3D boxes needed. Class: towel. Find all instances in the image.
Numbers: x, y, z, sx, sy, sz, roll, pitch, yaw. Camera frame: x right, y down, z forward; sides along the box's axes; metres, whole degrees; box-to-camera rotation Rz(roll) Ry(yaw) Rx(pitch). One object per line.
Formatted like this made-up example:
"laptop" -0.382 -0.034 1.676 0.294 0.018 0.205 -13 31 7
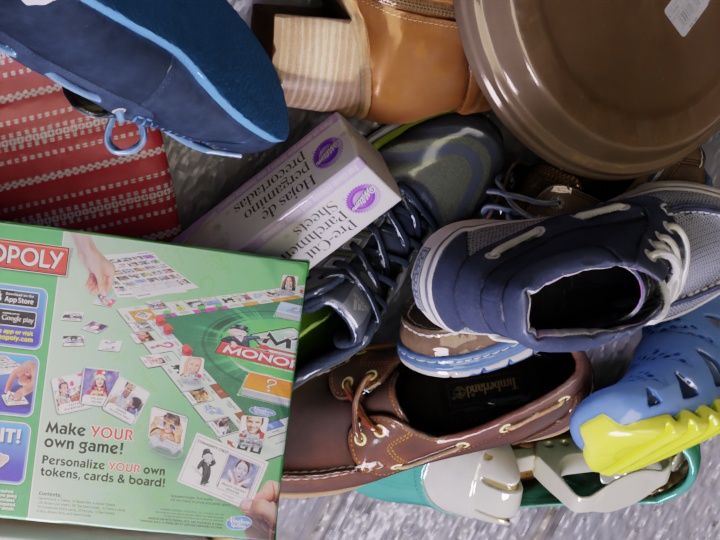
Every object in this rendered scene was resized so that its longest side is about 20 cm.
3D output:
"towel" -0.168 -0.059 1.032 0.144 0.022 0.201 -14 114 -9

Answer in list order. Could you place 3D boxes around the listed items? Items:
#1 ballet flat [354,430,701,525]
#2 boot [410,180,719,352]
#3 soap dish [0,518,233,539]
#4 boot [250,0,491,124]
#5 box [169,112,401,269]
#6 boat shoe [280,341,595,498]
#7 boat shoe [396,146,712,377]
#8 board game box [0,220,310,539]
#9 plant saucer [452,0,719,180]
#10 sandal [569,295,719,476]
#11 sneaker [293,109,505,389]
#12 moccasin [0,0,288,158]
"ballet flat" 0.092 0.103 1.141 0.199 0.070 0.068 -5 119 -13
"boot" 0.130 0.004 1.008 0.199 0.090 0.073 -11 107 -29
"soap dish" -0.159 0.172 1.068 0.157 0.081 0.200 6 128 -17
"boot" 0.033 -0.167 1.017 0.155 0.077 0.201 0 106 -19
"box" -0.072 0.002 1.041 0.200 0.039 0.041 -36 133 12
"boat shoe" 0.021 0.068 1.088 0.199 0.070 0.071 -15 76 2
"boat shoe" 0.093 -0.020 1.076 0.200 0.072 0.073 -34 126 -26
"board game box" -0.129 0.049 0.975 0.199 0.029 0.135 8 88 -17
"plant saucer" 0.131 -0.144 1.033 0.199 0.029 0.201 -2 93 -34
"sandal" 0.168 0.048 1.107 0.079 0.200 0.087 -28 84 38
"sneaker" 0.000 0.000 1.068 0.200 0.081 0.074 -45 116 3
"moccasin" -0.107 -0.103 0.932 0.068 0.081 0.200 -26 145 23
